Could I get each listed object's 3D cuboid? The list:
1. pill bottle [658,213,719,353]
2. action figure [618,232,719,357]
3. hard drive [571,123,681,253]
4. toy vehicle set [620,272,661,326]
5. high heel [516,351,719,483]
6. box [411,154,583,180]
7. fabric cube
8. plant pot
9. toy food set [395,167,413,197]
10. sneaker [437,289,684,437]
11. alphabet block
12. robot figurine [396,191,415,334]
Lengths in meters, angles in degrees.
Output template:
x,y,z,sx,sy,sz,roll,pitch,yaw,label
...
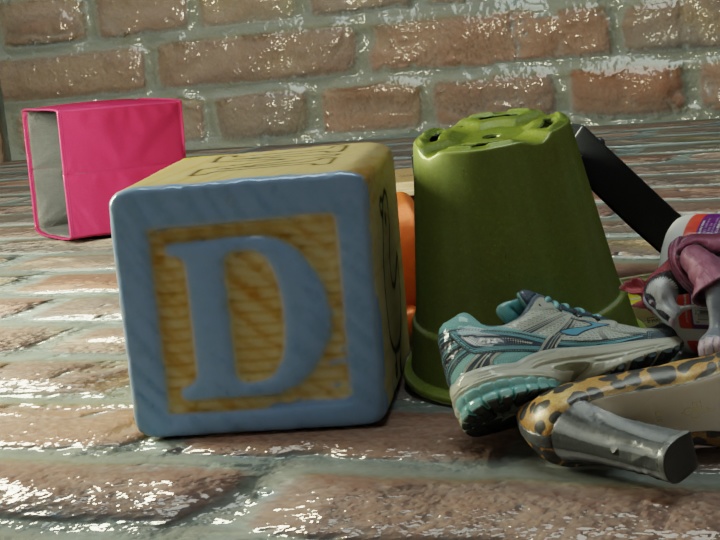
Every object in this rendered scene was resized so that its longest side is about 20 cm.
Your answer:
x,y,z,sx,sy,sz,roll,pitch,yaw,label
0.339,0.011,1.124,0.199,0.113,0.112,1,12,29,pill bottle
0.278,-0.012,1.011,0.199,0.150,0.134,-9,-6,16,action figure
0.277,-0.066,1.443,0.042,0.200,0.135,-47,2,7,hard drive
0.252,0.030,1.307,0.199,0.027,0.124,-8,11,-15,toy vehicle set
0.204,0.078,0.947,0.199,0.072,0.142,-19,17,-36,high heel
0.138,-0.044,1.437,0.124,0.149,0.200,-9,10,-11,box
-0.394,-0.161,2.246,0.198,0.201,0.196,-9,10,-28,fabric cube
0.116,-0.020,1.128,0.199,0.191,0.200,-10,18,3,plant pot
0.071,-0.121,2.186,0.199,0.049,0.198,-6,10,-6,toy food set
0.142,0.049,1.015,0.199,0.087,0.078,-8,-26,-33,sneaker
-0.071,0.009,1.145,0.195,0.197,0.200,-2,12,8,alphabet block
0.000,-0.001,1.319,0.199,0.145,0.117,-19,0,-4,robot figurine
